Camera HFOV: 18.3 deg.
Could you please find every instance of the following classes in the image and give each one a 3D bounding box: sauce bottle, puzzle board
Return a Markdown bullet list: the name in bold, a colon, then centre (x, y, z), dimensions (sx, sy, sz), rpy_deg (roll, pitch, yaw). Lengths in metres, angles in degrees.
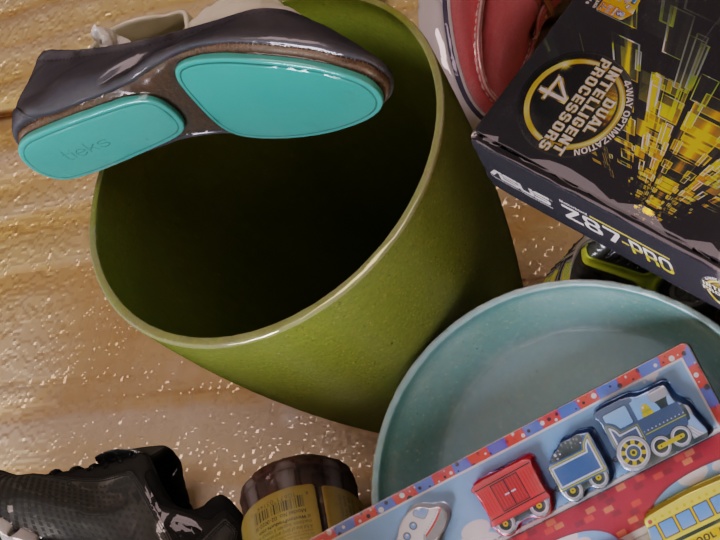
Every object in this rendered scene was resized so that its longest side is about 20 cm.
- **sauce bottle**: centre (-0.018, 0.186, 1.066), dimensions (0.064, 0.065, 0.201), rpy_deg (-23, 50, 18)
- **puzzle board**: centre (0.093, 0.143, 0.989), dimensions (0.199, 0.017, 0.151), rpy_deg (-29, 88, 17)

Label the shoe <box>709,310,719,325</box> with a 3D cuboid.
- **shoe**: centre (0.198, 0.000, 1.065), dimensions (0.069, 0.053, 0.201), rpy_deg (6, 67, 11)

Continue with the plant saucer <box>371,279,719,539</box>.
- **plant saucer**: centre (0.105, 0.102, 1.008), dimensions (0.199, 0.036, 0.201), rpy_deg (2, 98, 15)

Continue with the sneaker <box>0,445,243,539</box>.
- **sneaker**: centre (-0.136, 0.129, 1.181), dimensions (0.199, 0.067, 0.091), rpy_deg (18, 69, 35)

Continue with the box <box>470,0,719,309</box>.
- **box**: centre (0.168, -0.088, 0.951), dimensions (0.161, 0.049, 0.200), rpy_deg (32, 76, 28)

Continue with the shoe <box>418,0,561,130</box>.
- **shoe**: centre (0.092, -0.169, 1.220), dimensions (0.091, 0.071, 0.201), rpy_deg (-15, 50, 31)

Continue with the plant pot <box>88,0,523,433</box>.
- **plant pot**: centre (0.000, 0.000, 1.084), dimensions (0.186, 0.200, 0.188), rpy_deg (-16, 53, 23)

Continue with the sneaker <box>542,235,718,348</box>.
- **sneaker**: centre (0.122, -0.001, 1.042), dimensions (0.200, 0.075, 0.077), rpy_deg (-53, 22, 40)

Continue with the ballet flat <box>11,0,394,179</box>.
- **ballet flat**: centre (-0.073, -0.093, 1.011), dimensions (0.199, 0.073, 0.073), rpy_deg (-10, 56, 30)
